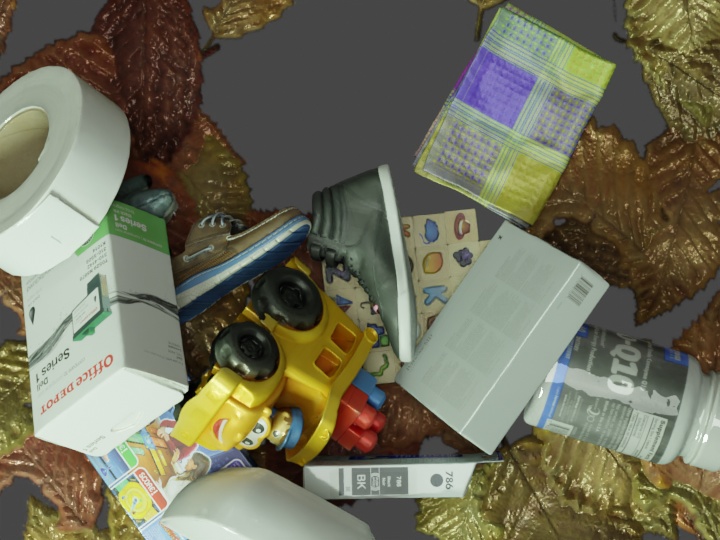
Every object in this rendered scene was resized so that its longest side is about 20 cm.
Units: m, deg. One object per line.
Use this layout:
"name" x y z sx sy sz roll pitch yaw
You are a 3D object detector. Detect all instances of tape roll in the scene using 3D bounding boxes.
"tape roll" -0.319 -0.098 1.693 0.071 0.202 0.203 37 90 -40

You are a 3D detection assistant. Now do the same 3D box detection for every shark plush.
"shark plush" -0.281 -0.050 1.743 0.198 0.083 0.092 -5 88 2

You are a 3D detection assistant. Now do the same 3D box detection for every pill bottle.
"pill bottle" 0.270 0.125 1.698 0.198 0.114 0.115 16 89 3

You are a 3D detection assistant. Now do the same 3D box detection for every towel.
"towel" 0.158 -0.156 1.760 0.143 0.023 0.201 30 89 4

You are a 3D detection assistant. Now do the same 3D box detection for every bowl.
"bowl" -0.077 0.253 1.661 0.199 0.199 0.075 31 72 -17

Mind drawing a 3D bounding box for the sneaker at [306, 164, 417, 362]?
"sneaker" 0.000 0.000 1.734 0.098 0.071 0.202 -11 81 4

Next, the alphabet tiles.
"alphabet tiles" 0.062 0.027 1.765 0.198 0.006 0.168 -7 87 2

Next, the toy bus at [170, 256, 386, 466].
"toy bus" -0.064 0.119 1.672 0.191 0.200 0.136 38 133 -4

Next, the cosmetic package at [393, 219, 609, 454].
"cosmetic package" 0.135 0.062 1.682 0.052 0.151 0.201 36 90 -32

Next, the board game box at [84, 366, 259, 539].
"board game box" -0.207 0.174 1.755 0.135 0.034 0.201 -36 88 1

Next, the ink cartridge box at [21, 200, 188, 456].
"ink cartridge box" -0.251 0.056 1.669 0.146 0.084 0.201 -36 49 31

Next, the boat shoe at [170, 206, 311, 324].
"boat shoe" -0.142 -0.019 1.724 0.199 0.072 0.073 -31 77 18

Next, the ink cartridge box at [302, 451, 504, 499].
"ink cartridge box" 0.044 0.204 1.712 0.198 0.099 0.040 -3 89 4
